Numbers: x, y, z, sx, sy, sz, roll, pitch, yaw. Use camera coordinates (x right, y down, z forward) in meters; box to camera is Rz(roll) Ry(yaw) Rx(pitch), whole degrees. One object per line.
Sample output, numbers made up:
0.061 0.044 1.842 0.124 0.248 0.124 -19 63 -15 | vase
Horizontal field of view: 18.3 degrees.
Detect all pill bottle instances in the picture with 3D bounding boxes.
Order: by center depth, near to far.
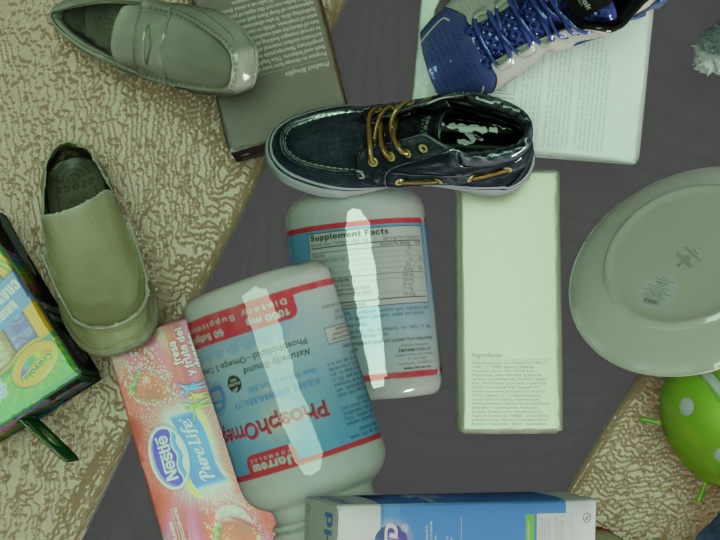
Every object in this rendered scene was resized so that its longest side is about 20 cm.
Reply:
-0.047 0.102 1.604 0.109 0.109 0.200 -18 87 0 | pill bottle
0.000 0.000 1.709 0.109 0.109 0.200 -6 86 1 | pill bottle

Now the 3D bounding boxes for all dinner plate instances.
0.249 -0.007 1.685 0.200 0.024 0.200 -16 47 18 | dinner plate

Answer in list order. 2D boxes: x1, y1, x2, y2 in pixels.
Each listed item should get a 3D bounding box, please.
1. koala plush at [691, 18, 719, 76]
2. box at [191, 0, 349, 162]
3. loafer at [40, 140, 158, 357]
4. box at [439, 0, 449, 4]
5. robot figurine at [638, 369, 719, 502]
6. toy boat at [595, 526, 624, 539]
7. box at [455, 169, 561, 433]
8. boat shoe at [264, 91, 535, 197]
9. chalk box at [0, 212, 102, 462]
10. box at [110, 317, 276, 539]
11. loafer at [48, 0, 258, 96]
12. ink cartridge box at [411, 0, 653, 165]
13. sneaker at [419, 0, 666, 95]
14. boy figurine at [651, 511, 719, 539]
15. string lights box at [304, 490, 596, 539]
0.363 -0.194 1.694 0.200 0.184 0.178 23 87 14 | koala plush
-0.076 -0.194 1.740 0.100 0.075 0.200 -14 85 0 | box
-0.207 -0.019 1.687 0.076 0.068 0.200 -23 51 -3 | loafer
0.108 -0.232 1.740 0.200 0.068 0.082 28 89 2 | box
0.313 0.087 1.694 0.200 0.116 0.176 -35 74 0 | robot figurine
0.112 0.257 1.689 0.200 0.131 0.131 2 89 -41 | toy boat
0.112 0.025 1.718 0.082 0.068 0.200 1 86 1 | box
0.028 -0.098 1.624 0.200 0.091 0.071 1 74 2 | boat shoe
-0.282 0.067 1.702 0.124 0.125 0.200 -31 85 -1 | chalk box
-0.116 0.136 1.708 0.095 0.103 0.200 -17 88 1 | box
-0.157 -0.171 1.692 0.200 0.070 0.070 19 113 42 | loafer
0.132 -0.185 1.683 0.173 0.044 0.200 6 94 5 | ink cartridge box
0.134 -0.191 1.604 0.199 0.115 0.081 -25 91 6 | sneaker
0.251 0.249 1.654 0.124 0.064 0.200 42 111 34 | boy figurine
0.062 0.207 1.550 0.200 0.059 0.103 2 91 -24 | string lights box
